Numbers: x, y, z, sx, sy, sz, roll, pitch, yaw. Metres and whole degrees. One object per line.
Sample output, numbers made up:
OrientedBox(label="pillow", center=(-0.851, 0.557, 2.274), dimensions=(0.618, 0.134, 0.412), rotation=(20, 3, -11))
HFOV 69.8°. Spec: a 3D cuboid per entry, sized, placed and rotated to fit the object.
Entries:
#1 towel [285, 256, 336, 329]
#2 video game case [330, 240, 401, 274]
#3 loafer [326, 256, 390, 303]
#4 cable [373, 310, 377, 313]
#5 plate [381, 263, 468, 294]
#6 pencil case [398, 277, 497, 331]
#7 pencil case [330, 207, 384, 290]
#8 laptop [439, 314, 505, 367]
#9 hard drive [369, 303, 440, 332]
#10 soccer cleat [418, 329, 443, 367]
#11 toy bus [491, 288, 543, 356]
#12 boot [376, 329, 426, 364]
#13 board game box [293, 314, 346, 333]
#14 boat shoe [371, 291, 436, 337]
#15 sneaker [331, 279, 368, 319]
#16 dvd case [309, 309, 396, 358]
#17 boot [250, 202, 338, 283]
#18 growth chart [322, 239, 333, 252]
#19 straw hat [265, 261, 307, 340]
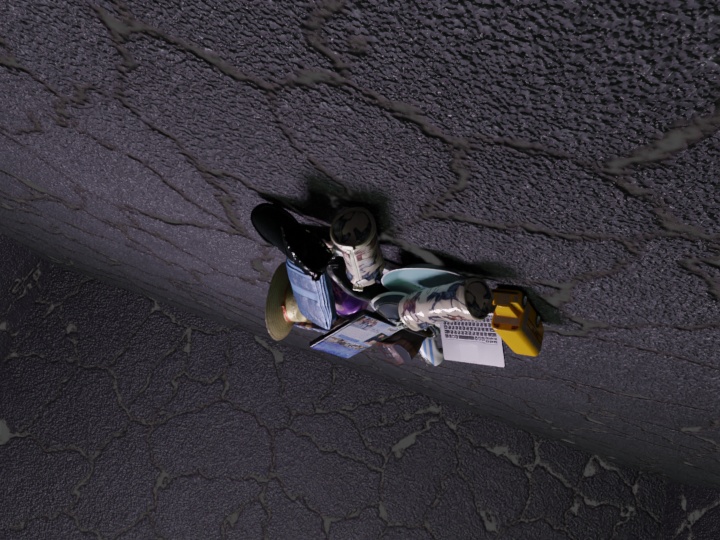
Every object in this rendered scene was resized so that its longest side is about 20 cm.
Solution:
OrientedBox(label="towel", center=(-0.113, 0.046, 1.176), dimensions=(0.110, 0.049, 0.202), rotation=(23, 145, 25))
OrientedBox(label="video game case", center=(0.000, 0.000, 1.181), dimensions=(0.179, 0.024, 0.200), rotation=(21, 163, -5))
OrientedBox(label="loafer", center=(-0.014, 0.026, 1.112), dimensions=(0.071, 0.074, 0.199), rotation=(4, 157, 40))
OrientedBox(label="cable", center=(0.052, 0.112, 1.295), dimensions=(0.096, 0.051, 0.200), rotation=(19, 145, -21))
OrientedBox(label="plate", center=(0.141, 0.022, 1.055), dimensions=(0.196, 0.026, 0.201), rotation=(8, 159, 3))
OrientedBox(label="pencil case", center=(0.168, 0.070, 1.018), dimensions=(0.089, 0.079, 0.199), rotation=(31, 152, -27))
OrientedBox(label="pencil case", center=(-0.002, -0.036, 0.933), dimensions=(0.076, 0.091, 0.200), rotation=(1, 159, 8))
OrientedBox(label="laptop", center=(0.217, 0.130, 1.196), dimensions=(0.115, 0.204, 0.186), rotation=(-11, -175, -37))
OrientedBox(label="hard drive", center=(0.133, 0.121, 1.402), dimensions=(0.197, 0.027, 0.132), rotation=(12, 161, 25))
OrientedBox(label="soccer cleat", center=(0.156, 0.168, 1.382), dimensions=(0.200, 0.086, 0.070), rotation=(45, -174, -10))
OrientedBox(label="toy bus", center=(0.320, 0.107, 1.061), dimensions=(0.064, 0.079, 0.200), rotation=(6, 159, 36))
OrientedBox(label="boot", center=(0.112, 0.180, 1.308), dimensions=(0.075, 0.097, 0.200), rotation=(52, 160, -8))
OrientedBox(label="board game box", center=(-0.087, 0.100, 1.390), dimensions=(0.198, 0.137, 0.035), rotation=(4, 158, 39))
OrientedBox(label="boat shoe", center=(0.101, 0.103, 1.139), dimensions=(0.074, 0.063, 0.199), rotation=(-27, 144, 29))
OrientedBox(label="sneaker", center=(-0.064, 0.052, 1.270), dimensions=(0.199, 0.081, 0.088), rotation=(25, 166, 43))
OrientedBox(label="dvd case", center=(-0.012, 0.162, 1.285), dimensions=(0.199, 0.018, 0.142), rotation=(-33, 141, 31))
OrientedBox(label="boot", center=(-0.125, -0.059, 0.938), dimensions=(0.198, 0.073, 0.162), rotation=(45, 174, -2))
OrientedBox(label="growth chart", center=(-0.097, -0.033, 1.134), dimensions=(0.143, 0.018, 0.201), rotation=(27, 161, 24))
OrientedBox(label="straw hat", center=(-0.163, 0.082, 1.324), dimensions=(0.084, 0.204, 0.201), rotation=(5, 159, 18))
